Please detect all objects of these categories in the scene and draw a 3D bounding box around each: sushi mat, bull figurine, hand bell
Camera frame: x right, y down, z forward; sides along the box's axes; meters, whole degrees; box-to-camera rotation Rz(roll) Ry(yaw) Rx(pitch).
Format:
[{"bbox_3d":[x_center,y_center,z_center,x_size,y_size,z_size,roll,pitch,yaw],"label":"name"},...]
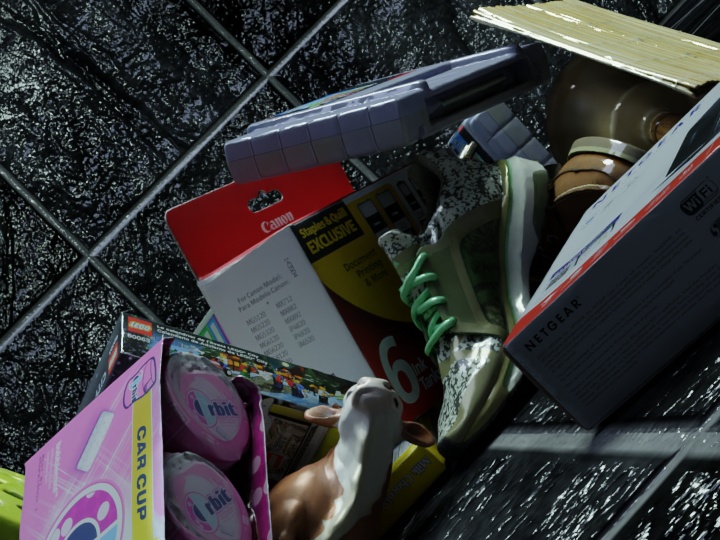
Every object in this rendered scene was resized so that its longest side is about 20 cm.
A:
[{"bbox_3d":[0.162,-0.137,0.919,0.095,0.200,0.012,-10,-65,-34],"label":"sushi mat"},{"bbox_3d":[-0.037,0.143,0.749,0.200,0.065,0.122,-51,7,24],"label":"bull figurine"},{"bbox_3d":[0.181,-0.081,0.885,0.104,0.104,0.200,-46,12,3],"label":"hand bell"}]

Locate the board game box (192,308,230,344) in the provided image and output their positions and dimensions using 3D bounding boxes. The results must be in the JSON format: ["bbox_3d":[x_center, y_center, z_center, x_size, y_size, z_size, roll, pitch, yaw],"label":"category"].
[{"bbox_3d":[-0.024,0.020,1.085,0.199,0.034,0.135,-20,-18,-35],"label":"board game box"}]

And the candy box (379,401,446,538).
[{"bbox_3d":[0.010,0.125,0.896,0.102,0.026,0.200,-49,0,5],"label":"candy box"}]

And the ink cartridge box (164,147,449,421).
[{"bbox_3d":[0.000,0.000,0.935,0.084,0.176,0.200,-30,1,34],"label":"ink cartridge box"}]

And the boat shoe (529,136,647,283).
[{"bbox_3d":[0.133,-0.026,0.890,0.068,0.072,0.200,-61,3,-8],"label":"boat shoe"}]

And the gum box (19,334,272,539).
[{"bbox_3d":[-0.099,0.137,0.688,0.113,0.066,0.201,-41,36,27],"label":"gum box"}]

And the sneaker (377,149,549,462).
[{"bbox_3d":[0.046,0.013,0.840,0.077,0.088,0.201,121,163,-51],"label":"sneaker"}]

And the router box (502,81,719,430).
[{"bbox_3d":[0.158,-0.045,0.619,0.200,0.049,0.180,-46,0,27],"label":"router box"}]

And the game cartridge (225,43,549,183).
[{"bbox_3d":[0.019,-0.100,0.937,0.129,0.039,0.200,-5,14,32],"label":"game cartridge"}]

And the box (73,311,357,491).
[{"bbox_3d":[-0.100,0.129,0.823,0.200,0.136,0.038,-62,21,26],"label":"box"}]

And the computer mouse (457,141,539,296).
[{"bbox_3d":[0.105,-0.034,1.161,0.046,0.141,0.200,-8,-6,-2],"label":"computer mouse"}]

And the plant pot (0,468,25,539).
[{"bbox_3d":[-0.236,0.241,1.031,0.199,0.181,0.201,120,159,-87],"label":"plant pot"}]

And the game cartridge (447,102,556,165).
[{"bbox_3d":[0.128,-0.074,1.241,0.038,0.130,0.200,-46,0,-3],"label":"game cartridge"}]
